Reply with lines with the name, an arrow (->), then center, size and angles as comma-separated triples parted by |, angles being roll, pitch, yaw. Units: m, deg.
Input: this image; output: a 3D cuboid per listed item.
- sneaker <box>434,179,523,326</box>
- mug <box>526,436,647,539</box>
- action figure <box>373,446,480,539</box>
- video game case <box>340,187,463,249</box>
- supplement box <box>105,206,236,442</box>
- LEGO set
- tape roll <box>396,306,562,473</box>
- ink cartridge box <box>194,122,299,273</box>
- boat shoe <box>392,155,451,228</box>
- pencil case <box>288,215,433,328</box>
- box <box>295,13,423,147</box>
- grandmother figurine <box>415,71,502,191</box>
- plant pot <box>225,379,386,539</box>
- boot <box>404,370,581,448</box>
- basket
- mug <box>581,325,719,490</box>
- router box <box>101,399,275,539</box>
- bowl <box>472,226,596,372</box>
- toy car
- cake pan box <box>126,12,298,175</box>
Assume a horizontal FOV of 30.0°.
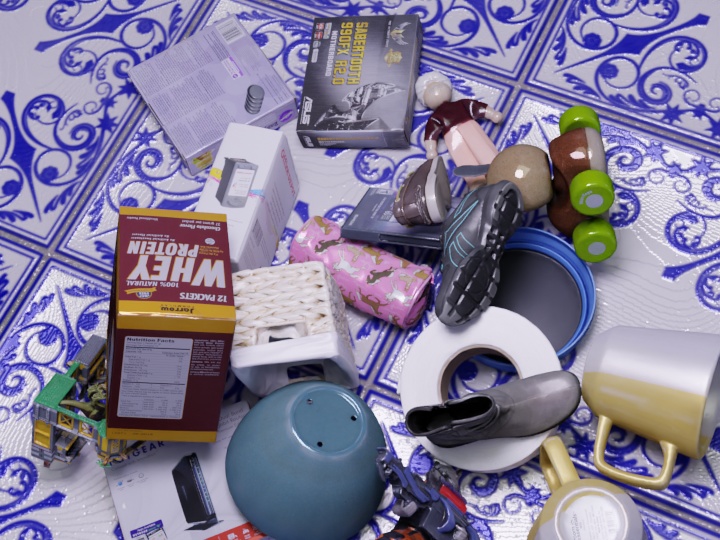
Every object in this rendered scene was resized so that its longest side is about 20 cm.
sneaker -> 0.133, -0.020, 1.644 | 0.079, 0.075, 0.200 | 5, 59, 44
mug -> 0.247, 0.300, 1.537 | 0.186, 0.153, 0.149 | 35, 73, 22
action figure -> 0.044, 0.294, 1.583 | 0.193, 0.200, 0.105 | -45, 22, -23
video game case -> 0.089, -0.067, 1.770 | 0.199, 0.019, 0.143 | 6, 27, 15
supplement box -> -0.231, 0.064, 1.605 | 0.132, 0.200, 0.198 | 4, 39, -13
LEGO set -> -0.326, 0.181, 1.690 | 0.153, 0.116, 0.200 | 15, 38, 2
tape roll -> 0.150, 0.147, 1.645 | 0.202, 0.071, 0.203 | -2, 80, 12
ink cartridge box -> -0.157, -0.071, 1.780 | 0.085, 0.148, 0.201 | 11, 63, 12
boat shoe -> 0.082, -0.100, 1.738 | 0.059, 0.200, 0.072 | -13, 105, 12
pencil case -> 0.000, 0.000, 1.762 | 0.200, 0.083, 0.086 | 26, 30, 19
box -> 0.000, -0.270, 1.910 | 0.158, 0.048, 0.201 | 1, 64, 15
grandmother figurine -> 0.140, -0.196, 1.859 | 0.121, 0.061, 0.200 | -24, 65, -17
plant pot -> -0.052, 0.210, 1.596 | 0.199, 0.135, 0.201 | 8, 55, -11
boot -> 0.156, 0.161, 1.536 | 0.199, 0.131, 0.068 | -18, 77, 8
basket -> -0.082, 0.076, 1.655 | 0.135, 0.200, 0.124 | -8, 74, 5
mug -> 0.343, 0.144, 1.599 | 0.153, 0.150, 0.187 | 14, 39, 22
router box -> -0.202, 0.280, 1.661 | 0.199, 0.049, 0.180 | -22, 63, -4
bowl -> 0.203, 0.039, 1.739 | 0.200, 0.039, 0.201 | -3, 62, 5
toy car -> 0.220, -0.104, 1.734 | 0.199, 0.158, 0.165 | -6, 42, 6
cake pan box -> -0.215, -0.260, 1.940 | 0.184, 0.052, 0.200 | -31, 64, -11
